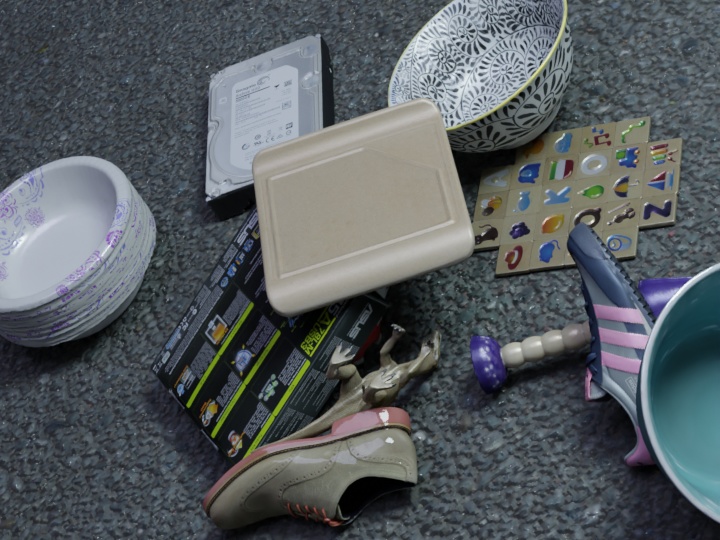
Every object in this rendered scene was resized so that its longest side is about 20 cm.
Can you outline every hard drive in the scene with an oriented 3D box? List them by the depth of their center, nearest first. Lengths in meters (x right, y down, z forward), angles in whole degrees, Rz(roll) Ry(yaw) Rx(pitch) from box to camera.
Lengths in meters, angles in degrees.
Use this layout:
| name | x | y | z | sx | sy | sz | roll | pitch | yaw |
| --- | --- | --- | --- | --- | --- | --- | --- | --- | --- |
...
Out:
| name | x | y | z | sx | sy | sz | roll | pitch | yaw |
| --- | --- | --- | --- | --- | --- | --- | --- | --- | --- |
| hard drive | -0.095 | -0.155 | 1.787 | 0.138 | 0.038 | 0.201 | -18 | 44 | 16 |

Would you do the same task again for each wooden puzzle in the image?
| name | x | y | z | sx | sy | sz | roll | pitch | yaw |
| --- | --- | --- | --- | --- | --- | --- | --- | --- | --- |
| wooden puzzle | 0.000 | -0.055 | 1.497 | 0.183 | 0.037 | 0.201 | -18 | 45 | 6 |

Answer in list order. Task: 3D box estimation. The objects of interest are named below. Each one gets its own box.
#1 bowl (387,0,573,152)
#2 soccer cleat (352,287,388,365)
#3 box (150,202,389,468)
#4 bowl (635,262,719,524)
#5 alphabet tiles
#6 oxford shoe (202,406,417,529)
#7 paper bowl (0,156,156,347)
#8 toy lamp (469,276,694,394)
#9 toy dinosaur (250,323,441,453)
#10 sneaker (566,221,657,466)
| name | x | y | z | sx | sy | sz | roll | pitch | yaw |
| --- | --- | --- | --- | --- | --- | --- | --- | --- | --- |
| bowl | 0.132 | -0.179 | 1.619 | 0.199 | 0.094 | 0.202 | -26 | 39 | 23 |
| soccer cleat | 0.000 | 0.000 | 1.554 | 0.068 | 0.085 | 0.201 | 10 | 58 | 37 |
| box | -0.087 | 0.061 | 1.535 | 0.201 | 0.047 | 0.193 | -57 | 44 | 7 |
| bowl | 0.283 | 0.097 | 1.246 | 0.201 | 0.201 | 0.105 | -47 | 1 | -15 |
| alphabet tiles | 0.196 | -0.069 | 1.556 | 0.198 | 0.006 | 0.168 | -8 | 49 | 25 |
| oxford shoe | -0.044 | 0.184 | 1.430 | 0.199 | 0.070 | 0.075 | -26 | 57 | 17 |
| paper bowl | -0.300 | -0.010 | 1.731 | 0.199 | 0.105 | 0.202 | -17 | 44 | 17 |
| toy lamp | 0.191 | 0.050 | 1.415 | 0.198 | 0.058 | 0.059 | -17 | 45 | 16 |
| toy dinosaur | 0.002 | 0.107 | 1.443 | 0.199 | 0.102 | 0.058 | -30 | 61 | -18 |
| sneaker | 0.200 | 0.060 | 1.343 | 0.082 | 0.070 | 0.201 | -31 | 72 | 12 |
